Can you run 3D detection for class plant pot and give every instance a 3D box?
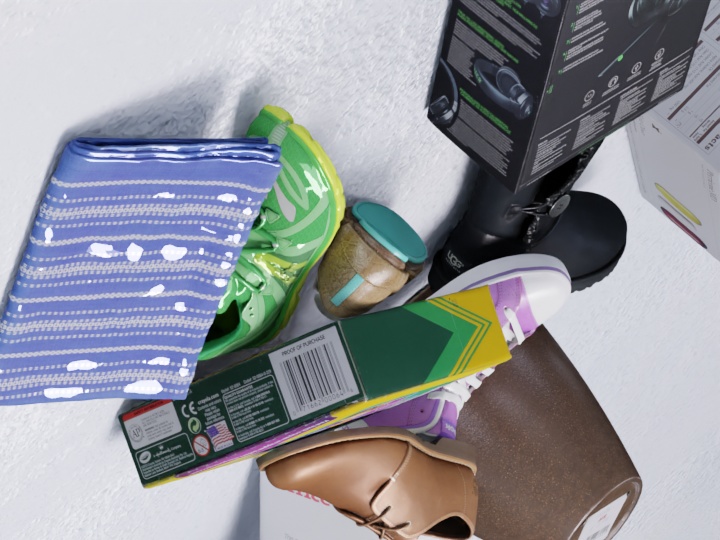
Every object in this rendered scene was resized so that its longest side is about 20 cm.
[{"bbox_3d":[0.111,0.130,1.921,0.187,0.200,0.187,-38,155,-22],"label":"plant pot"}]

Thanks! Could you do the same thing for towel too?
[{"bbox_3d":[-0.134,0.004,1.484,0.144,0.024,0.201,-2,131,-34],"label":"towel"}]

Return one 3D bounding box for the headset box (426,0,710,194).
[{"bbox_3d":[0.146,-0.179,1.652,0.174,0.093,0.201,-32,151,-32],"label":"headset box"}]

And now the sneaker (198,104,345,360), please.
[{"bbox_3d":[-0.067,-0.013,1.560,0.083,0.074,0.201,-32,152,-40],"label":"sneaker"}]

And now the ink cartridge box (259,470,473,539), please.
[{"bbox_3d":[0.004,0.226,1.867,0.085,0.147,0.201,-22,121,-49],"label":"ink cartridge box"}]

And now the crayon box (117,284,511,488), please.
[{"bbox_3d":[-0.029,0.076,1.665,0.199,0.059,0.172,-23,174,36],"label":"crayon box"}]

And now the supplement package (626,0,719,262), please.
[{"bbox_3d":[0.300,-0.118,1.986,0.156,0.111,0.200,-45,155,-8],"label":"supplement package"}]

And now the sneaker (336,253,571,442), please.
[{"bbox_3d":[0.072,0.073,1.798,0.200,0.115,0.073,-28,139,2],"label":"sneaker"}]

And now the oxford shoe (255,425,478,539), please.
[{"bbox_3d":[0.013,0.147,1.695,0.199,0.072,0.071,12,151,-44],"label":"oxford shoe"}]

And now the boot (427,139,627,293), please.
[{"bbox_3d":[0.150,-0.061,1.853,0.199,0.076,0.169,-17,146,-40],"label":"boot"}]

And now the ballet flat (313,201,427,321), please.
[{"bbox_3d":[0.000,0.000,1.656,0.072,0.068,0.200,-49,-177,7],"label":"ballet flat"}]
